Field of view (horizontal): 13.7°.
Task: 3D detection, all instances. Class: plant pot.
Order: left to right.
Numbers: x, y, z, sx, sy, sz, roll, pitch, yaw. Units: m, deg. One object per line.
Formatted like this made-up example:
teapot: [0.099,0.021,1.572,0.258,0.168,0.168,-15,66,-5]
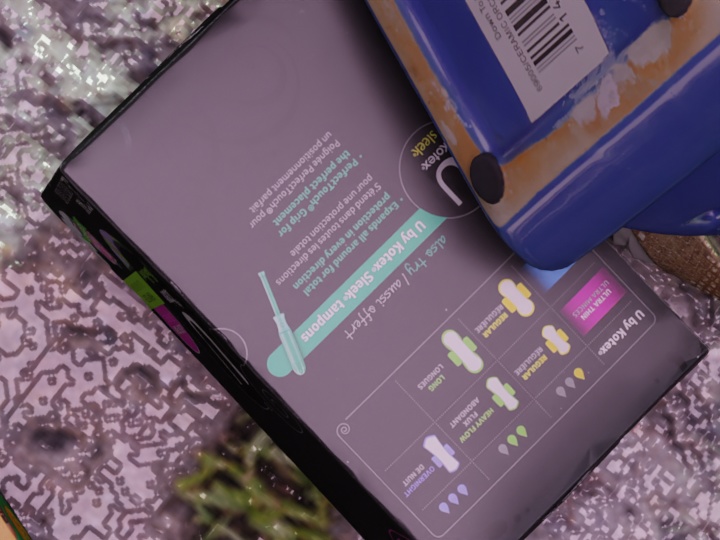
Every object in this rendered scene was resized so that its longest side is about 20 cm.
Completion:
plant pot: [0.106,-0.122,0.960,0.179,0.200,0.201,-21,77,-38]

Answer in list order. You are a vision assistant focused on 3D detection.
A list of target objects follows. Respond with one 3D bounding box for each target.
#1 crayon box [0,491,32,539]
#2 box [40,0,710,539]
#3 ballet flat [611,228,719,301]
crayon box: [-0.219,0.124,1.076,0.200,0.058,0.119,-34,93,-7]
box: [0.000,0.000,1.061,0.124,0.149,0.200,-45,94,-7]
ballet flat: [0.089,-0.060,1.126,0.065,0.070,0.201,-29,90,20]
